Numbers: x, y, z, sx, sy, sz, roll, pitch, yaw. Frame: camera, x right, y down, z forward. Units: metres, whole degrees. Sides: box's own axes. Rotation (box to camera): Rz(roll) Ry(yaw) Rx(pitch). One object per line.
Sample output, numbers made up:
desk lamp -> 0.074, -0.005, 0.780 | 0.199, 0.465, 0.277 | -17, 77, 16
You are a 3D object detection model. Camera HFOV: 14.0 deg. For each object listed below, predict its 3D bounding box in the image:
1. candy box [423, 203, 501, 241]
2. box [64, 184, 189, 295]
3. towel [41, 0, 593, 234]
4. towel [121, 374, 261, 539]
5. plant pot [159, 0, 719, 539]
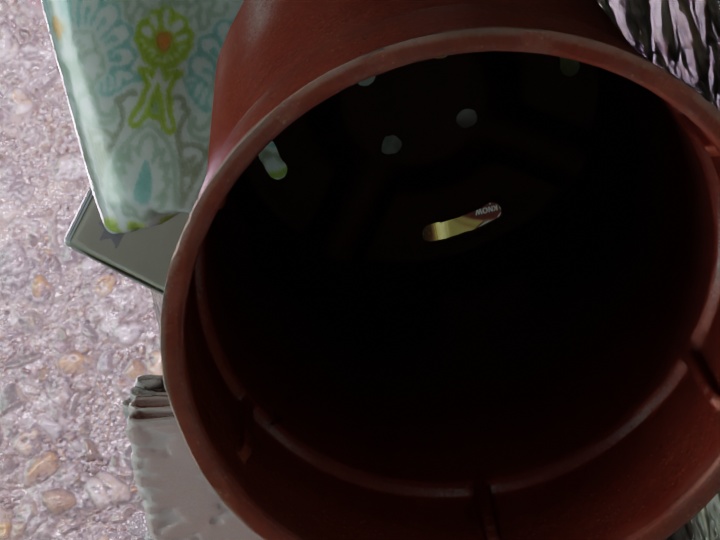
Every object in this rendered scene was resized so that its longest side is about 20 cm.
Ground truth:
candy box -> 0.039, -0.082, 1.223 | 0.115, 0.055, 0.201 | -117, 17, -63
box -> -0.078, -0.037, 1.276 | 0.082, 0.068, 0.200 | -62, 5, 4
towel -> -0.022, -0.119, 1.104 | 0.048, 0.199, 0.172 | -81, -23, -83
towel -> -0.004, 0.091, 1.314 | 0.200, 0.190, 0.032 | 88, 175, -59
plant pot -> 0.029, -0.025, 0.993 | 0.195, 0.200, 0.201 | -102, 3, -63
